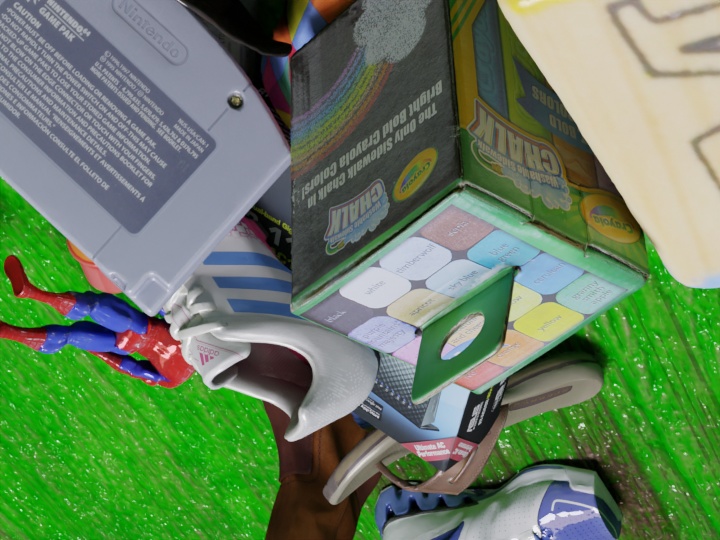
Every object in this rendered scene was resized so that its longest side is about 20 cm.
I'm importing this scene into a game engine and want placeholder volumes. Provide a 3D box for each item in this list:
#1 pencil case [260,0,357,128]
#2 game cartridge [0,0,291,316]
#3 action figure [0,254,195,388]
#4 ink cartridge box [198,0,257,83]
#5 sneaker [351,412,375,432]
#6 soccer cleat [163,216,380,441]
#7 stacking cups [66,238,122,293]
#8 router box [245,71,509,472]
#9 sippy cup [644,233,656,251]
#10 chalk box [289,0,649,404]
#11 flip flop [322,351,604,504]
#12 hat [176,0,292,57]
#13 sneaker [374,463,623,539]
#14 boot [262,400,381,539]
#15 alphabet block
[{"bbox_3d":[0.009,-0.150,0.993,0.088,0.089,0.200,21,145,-7],"label":"pencil case"},{"bbox_3d":[-0.138,-0.091,1.021,0.200,0.133,0.042,43,172,4],"label":"game cartridge"},{"bbox_3d":[-0.161,0.036,1.276,0.199,0.052,0.066,21,114,-43],"label":"action figure"},{"bbox_3d":[-0.158,-0.131,1.105,0.198,0.042,0.120,10,145,3],"label":"ink cartridge box"},{"bbox_3d":[0.025,0.025,1.230,0.088,0.075,0.200,33,137,0],"label":"sneaker"},{"bbox_3d":[-0.080,0.013,1.054,0.199,0.086,0.070,37,139,13],"label":"soccer cleat"},{"bbox_3d":[-0.163,-0.057,1.140,0.060,0.061,0.200,8,152,9],"label":"stacking cups"},{"bbox_3d":[0.000,0.000,1.090,0.199,0.062,0.151,32,136,18],"label":"router box"},{"bbox_3d":[0.216,-0.043,1.025,0.178,0.140,0.130,35,176,45],"label":"sippy cup"},{"bbox_3d":[0.049,-0.031,0.912,0.123,0.201,0.124,24,138,-33],"label":"chalk box"},{"bbox_3d":[0.070,0.110,1.246,0.198,0.058,0.081,-18,164,-13],"label":"flip flop"},{"bbox_3d":[-0.100,-0.190,0.962,0.200,0.201,0.081,31,100,-20],"label":"hat"},{"bbox_3d":[0.091,0.213,1.396,0.198,0.116,0.081,-11,137,31],"label":"sneaker"},{"bbox_3d":[-0.052,0.134,1.273,0.068,0.201,0.189,-5,139,26],"label":"boot"},{"bbox_3d":[0.196,-0.137,0.851,0.195,0.197,0.200,-13,136,29],"label":"alphabet block"}]
